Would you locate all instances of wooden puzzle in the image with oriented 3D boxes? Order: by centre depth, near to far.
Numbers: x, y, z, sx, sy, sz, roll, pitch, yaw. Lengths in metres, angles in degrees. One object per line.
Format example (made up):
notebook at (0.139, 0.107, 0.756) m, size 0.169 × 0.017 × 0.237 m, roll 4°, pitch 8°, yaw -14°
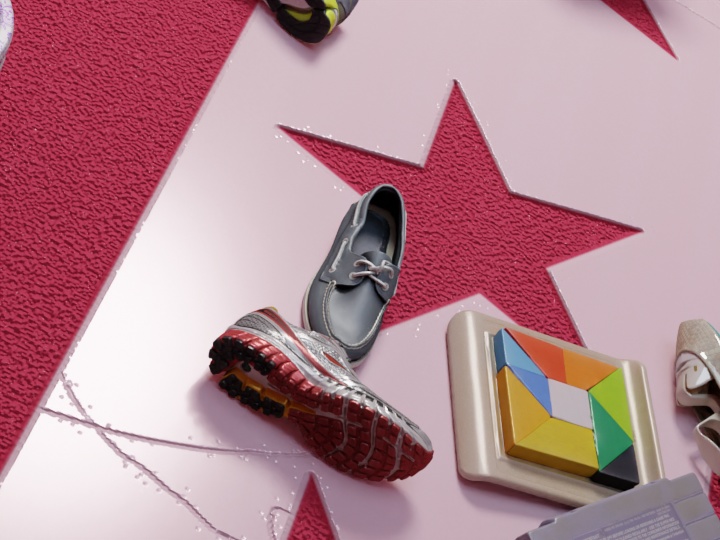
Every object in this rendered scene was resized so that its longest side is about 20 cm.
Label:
wooden puzzle at (0.177, 0.126, 1.552) m, size 0.199 × 0.037 × 0.185 m, roll 15°, pitch 46°, yaw -18°

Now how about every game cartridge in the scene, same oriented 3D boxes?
game cartridge at (0.229, 0.249, 1.456) m, size 0.200 × 0.038 × 0.130 m, roll -12°, pitch 64°, yaw -35°

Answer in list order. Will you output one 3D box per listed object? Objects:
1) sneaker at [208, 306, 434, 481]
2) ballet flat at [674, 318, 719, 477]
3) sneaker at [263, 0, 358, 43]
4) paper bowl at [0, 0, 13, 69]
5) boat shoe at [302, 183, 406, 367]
sneaker at (-0.022, 0.095, 1.433) m, size 0.200 × 0.078 × 0.082 m, roll 36°, pitch 41°, yaw 3°
ballet flat at (0.328, 0.127, 1.624) m, size 0.062 × 0.068 × 0.200 m, roll -8°, pitch 55°, yaw -24°
sneaker at (-0.083, -0.318, 1.793) m, size 0.200 × 0.074 × 0.081 m, roll 51°, pitch 38°, yaw 8°
paper bowl at (-0.398, -0.195, 1.457) m, size 0.200 × 0.104 × 0.201 m, roll 17°, pitch 45°, yaw -18°
boat shoe at (0.000, 0.000, 1.544) m, size 0.073 × 0.062 × 0.200 m, roll 25°, pitch 43°, yaw -8°
